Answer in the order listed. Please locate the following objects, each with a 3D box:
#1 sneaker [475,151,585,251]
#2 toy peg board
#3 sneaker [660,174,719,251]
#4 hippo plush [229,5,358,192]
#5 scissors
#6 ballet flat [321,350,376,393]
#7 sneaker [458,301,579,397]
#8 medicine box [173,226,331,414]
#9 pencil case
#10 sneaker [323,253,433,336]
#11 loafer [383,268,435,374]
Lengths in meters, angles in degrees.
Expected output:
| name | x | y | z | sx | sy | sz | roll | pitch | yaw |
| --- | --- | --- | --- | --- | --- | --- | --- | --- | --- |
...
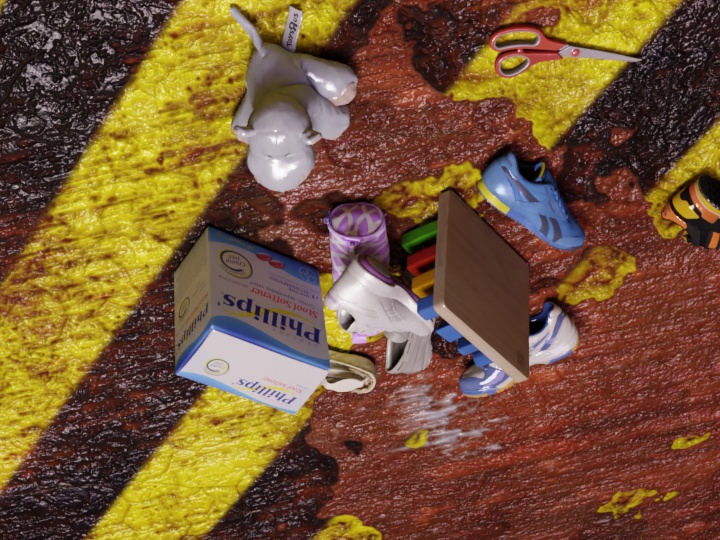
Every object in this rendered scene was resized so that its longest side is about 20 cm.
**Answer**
| name | x | y | z | sx | sy | sz | roll | pitch | yaw |
| --- | --- | --- | --- | --- | --- | --- | --- | --- | --- |
| sneaker | 0.249 | -0.093 | 1.683 | 0.199 | 0.066 | 0.078 | 30 | 117 | -31 |
| toy peg board | 0.137 | 0.035 | 1.702 | 0.097 | 0.200 | 0.200 | -24 | 133 | 33 |
| sneaker | 0.508 | -0.059 | 1.765 | 0.200 | 0.070 | 0.090 | 33 | 134 | -32 |
| hippo plush | -0.075 | -0.186 | 1.481 | 0.158 | 0.161 | 0.201 | -2 | 132 | -8 |
| scissors | 0.258 | -0.279 | 1.554 | 0.198 | 0.014 | 0.074 | -6 | 130 | -3 |
| ballet flat | -0.067 | 0.145 | 1.840 | 0.198 | 0.070 | 0.070 | 10 | 129 | -18 |
| sneaker | 0.225 | 0.114 | 1.869 | 0.199 | 0.075 | 0.088 | -31 | 118 | 9 |
| medicine box | -0.147 | 0.067 | 1.665 | 0.181 | 0.201 | 0.103 | 22 | 125 | -26 |
| pencil case | 0.000 | 0.000 | 1.709 | 0.083 | 0.086 | 0.201 | -4 | 133 | 2 |
| sneaker | 0.024 | 0.048 | 1.668 | 0.100 | 0.075 | 0.200 | -44 | 138 | 10 |
| loafer | 0.067 | 0.078 | 1.797 | 0.069 | 0.070 | 0.201 | -18 | 135 | -17 |
